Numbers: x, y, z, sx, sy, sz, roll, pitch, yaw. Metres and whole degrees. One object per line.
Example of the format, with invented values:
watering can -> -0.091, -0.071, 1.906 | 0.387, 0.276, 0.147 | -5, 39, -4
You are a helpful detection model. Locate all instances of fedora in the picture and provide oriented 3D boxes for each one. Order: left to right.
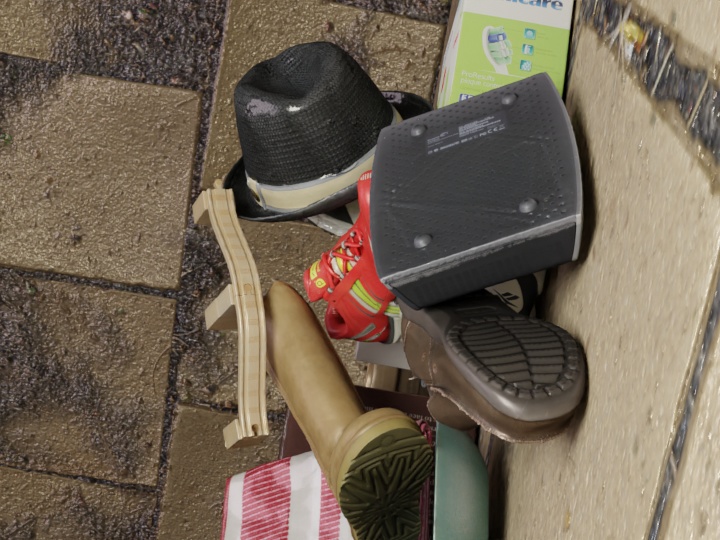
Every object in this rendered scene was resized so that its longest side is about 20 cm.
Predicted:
fedora -> -0.040, -0.121, 1.047 | 0.201, 0.200, 0.092 | -82, -30, -60

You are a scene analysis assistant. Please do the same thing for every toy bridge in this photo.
toy bridge -> -0.092, 0.026, 0.994 | 0.067, 0.027, 0.201 | 138, 126, -60

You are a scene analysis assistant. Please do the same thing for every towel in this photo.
towel -> -0.034, 0.201, 1.034 | 0.023, 0.200, 0.144 | 38, -136, -41

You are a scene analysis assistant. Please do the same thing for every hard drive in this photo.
hard drive -> 0.074, -0.052, 0.845 | 0.200, 0.134, 0.042 | -88, -23, -59

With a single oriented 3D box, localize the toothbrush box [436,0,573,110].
toothbrush box -> 0.099, -0.104, 1.025 | 0.146, 0.086, 0.201 | 102, 178, -71

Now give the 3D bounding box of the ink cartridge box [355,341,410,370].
ink cartridge box -> 0.058, 0.035, 1.194 | 0.200, 0.116, 0.068 | -80, -1, -66

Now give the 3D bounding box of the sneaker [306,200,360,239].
sneaker -> 0.036, -0.050, 1.125 | 0.074, 0.199, 0.080 | -51, -21, -82

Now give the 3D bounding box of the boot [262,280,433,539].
boot -> -0.025, 0.086, 0.949 | 0.175, 0.066, 0.200 | 93, 152, -52

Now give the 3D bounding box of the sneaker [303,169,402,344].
sneaker -> 0.000, 0.000, 0.997 | 0.200, 0.085, 0.077 | 90, 175, -56

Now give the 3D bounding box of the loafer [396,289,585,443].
loafer -> 0.074, 0.061, 0.781 | 0.200, 0.073, 0.071 | -130, 38, -71

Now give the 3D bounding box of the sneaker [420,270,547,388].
sneaker -> 0.075, 0.059, 0.947 | 0.199, 0.079, 0.130 | 124, 166, -64

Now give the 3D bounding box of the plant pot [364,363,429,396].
plant pot -> 0.051, 0.129, 1.435 | 0.201, 0.092, 0.202 | -172, 90, -89

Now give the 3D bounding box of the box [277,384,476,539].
box -> 0.002, 0.221, 1.171 | 0.164, 0.165, 0.201 | 101, 178, -62

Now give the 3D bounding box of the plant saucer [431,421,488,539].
plant saucer -> 0.067, 0.191, 0.933 | 0.201, 0.039, 0.202 | 2, -90, -88
